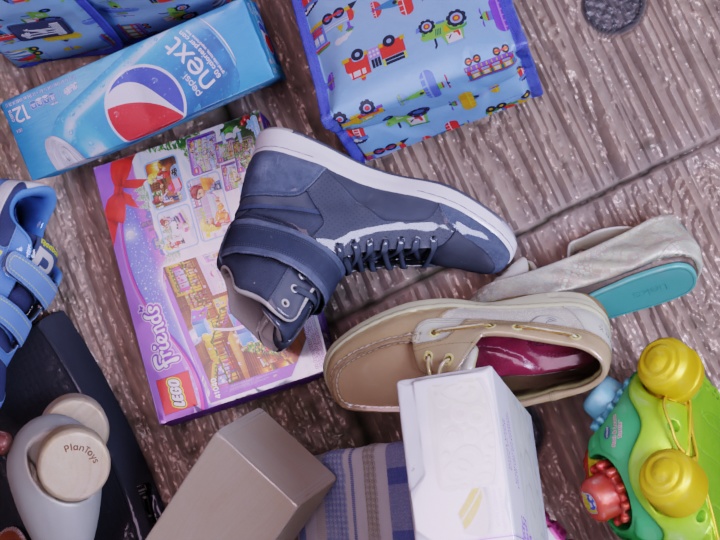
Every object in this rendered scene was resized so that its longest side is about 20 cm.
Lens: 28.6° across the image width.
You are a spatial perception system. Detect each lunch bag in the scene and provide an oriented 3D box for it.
[{"bbox_3d":[0.028,-0.204,1.023,0.149,0.094,0.202,-19,71,9],"label":"lunch bag"},{"bbox_3d":[-0.211,-0.215,1.034,0.198,0.151,0.095,-20,80,7],"label":"lunch bag"}]

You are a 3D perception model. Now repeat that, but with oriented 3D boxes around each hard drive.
[{"bbox_3d":[-0.235,0.145,1.048,0.134,0.042,0.202,-29,79,5],"label":"hard drive"}]

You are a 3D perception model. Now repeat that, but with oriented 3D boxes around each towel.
[{"bbox_3d":[0.006,0.191,0.936,0.024,0.200,0.149,-1,79,-26],"label":"towel"}]

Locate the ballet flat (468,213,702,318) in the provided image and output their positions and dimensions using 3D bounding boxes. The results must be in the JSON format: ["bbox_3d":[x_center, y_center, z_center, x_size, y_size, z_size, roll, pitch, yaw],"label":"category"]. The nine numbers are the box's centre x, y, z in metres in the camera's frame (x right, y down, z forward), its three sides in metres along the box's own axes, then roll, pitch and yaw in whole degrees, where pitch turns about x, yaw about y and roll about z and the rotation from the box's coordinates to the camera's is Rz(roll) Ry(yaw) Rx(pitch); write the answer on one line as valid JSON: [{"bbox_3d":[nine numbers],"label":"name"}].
[{"bbox_3d":[0.142,0.013,0.997,0.198,0.068,0.063,-17,51,4],"label":"ballet flat"}]

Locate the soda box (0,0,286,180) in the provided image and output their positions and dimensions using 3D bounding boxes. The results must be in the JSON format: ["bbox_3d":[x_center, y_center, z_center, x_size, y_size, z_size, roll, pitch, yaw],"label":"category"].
[{"bbox_3d":[-0.160,-0.134,1.051,0.198,0.068,0.065,-23,95,7],"label":"soda box"}]

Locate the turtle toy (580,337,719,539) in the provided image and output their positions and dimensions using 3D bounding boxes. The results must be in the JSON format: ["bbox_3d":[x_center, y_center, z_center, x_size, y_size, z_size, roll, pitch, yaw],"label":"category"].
[{"bbox_3d":[0.195,0.146,0.915,0.100,0.146,0.202,-14,54,33],"label":"turtle toy"}]

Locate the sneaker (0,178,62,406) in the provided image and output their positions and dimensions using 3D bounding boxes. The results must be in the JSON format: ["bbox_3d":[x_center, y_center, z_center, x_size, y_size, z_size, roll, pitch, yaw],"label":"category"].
[{"bbox_3d":[-0.264,0.014,1.028,0.081,0.074,0.202,-9,60,6],"label":"sneaker"}]

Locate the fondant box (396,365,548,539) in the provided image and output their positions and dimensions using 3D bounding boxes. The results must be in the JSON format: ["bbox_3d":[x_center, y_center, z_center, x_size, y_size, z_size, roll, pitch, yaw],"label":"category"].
[{"bbox_3d":[0.074,0.147,0.835,0.057,0.200,0.146,-10,75,12],"label":"fondant box"}]

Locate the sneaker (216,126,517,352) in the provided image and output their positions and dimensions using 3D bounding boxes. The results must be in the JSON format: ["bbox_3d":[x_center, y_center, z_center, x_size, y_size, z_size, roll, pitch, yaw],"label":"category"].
[{"bbox_3d":[-0.001,0.001,0.976,0.200,0.077,0.147,19,62,2],"label":"sneaker"}]

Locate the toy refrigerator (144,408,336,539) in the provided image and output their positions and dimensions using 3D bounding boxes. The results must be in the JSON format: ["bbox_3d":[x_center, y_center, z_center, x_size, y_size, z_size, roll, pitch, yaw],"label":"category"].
[{"bbox_3d":[-0.104,0.198,0.975,0.076,0.070,0.201,39,113,13],"label":"toy refrigerator"}]

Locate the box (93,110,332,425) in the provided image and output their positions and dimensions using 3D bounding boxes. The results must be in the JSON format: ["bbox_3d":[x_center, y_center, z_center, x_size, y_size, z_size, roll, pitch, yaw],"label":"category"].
[{"bbox_3d":[-0.107,-0.001,1.045,0.135,0.039,0.202,-17,81,7],"label":"box"}]

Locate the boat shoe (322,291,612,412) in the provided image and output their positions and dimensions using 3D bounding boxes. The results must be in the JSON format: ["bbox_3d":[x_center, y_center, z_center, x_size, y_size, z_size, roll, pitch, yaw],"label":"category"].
[{"bbox_3d":[0.070,0.061,0.937,0.197,0.067,0.075,-13,115,8],"label":"boat shoe"}]

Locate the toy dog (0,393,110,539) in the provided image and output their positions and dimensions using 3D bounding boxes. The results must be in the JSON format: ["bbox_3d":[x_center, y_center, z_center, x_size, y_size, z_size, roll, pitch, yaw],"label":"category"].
[{"bbox_3d":[-0.229,0.179,0.967,0.095,0.132,0.203,9,75,-12],"label":"toy dog"}]

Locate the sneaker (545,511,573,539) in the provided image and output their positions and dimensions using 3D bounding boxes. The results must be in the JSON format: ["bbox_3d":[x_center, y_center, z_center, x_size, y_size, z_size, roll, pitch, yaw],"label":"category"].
[{"bbox_3d":[0.087,0.189,0.971,0.088,0.081,0.200,-44,70,3],"label":"sneaker"}]
